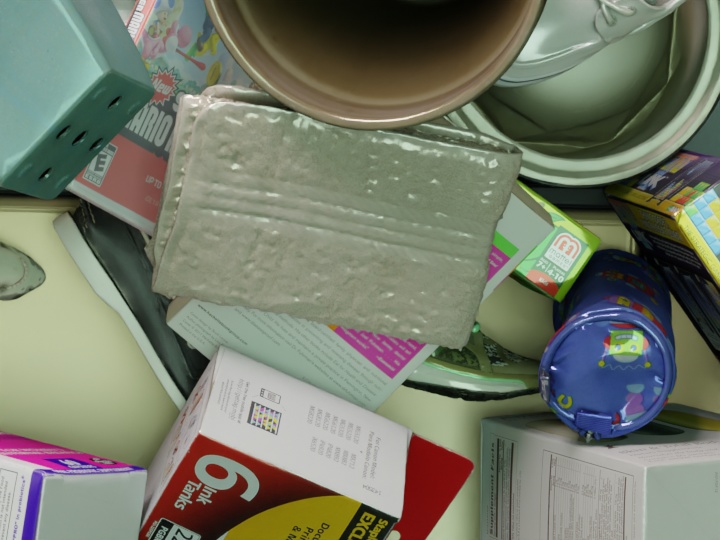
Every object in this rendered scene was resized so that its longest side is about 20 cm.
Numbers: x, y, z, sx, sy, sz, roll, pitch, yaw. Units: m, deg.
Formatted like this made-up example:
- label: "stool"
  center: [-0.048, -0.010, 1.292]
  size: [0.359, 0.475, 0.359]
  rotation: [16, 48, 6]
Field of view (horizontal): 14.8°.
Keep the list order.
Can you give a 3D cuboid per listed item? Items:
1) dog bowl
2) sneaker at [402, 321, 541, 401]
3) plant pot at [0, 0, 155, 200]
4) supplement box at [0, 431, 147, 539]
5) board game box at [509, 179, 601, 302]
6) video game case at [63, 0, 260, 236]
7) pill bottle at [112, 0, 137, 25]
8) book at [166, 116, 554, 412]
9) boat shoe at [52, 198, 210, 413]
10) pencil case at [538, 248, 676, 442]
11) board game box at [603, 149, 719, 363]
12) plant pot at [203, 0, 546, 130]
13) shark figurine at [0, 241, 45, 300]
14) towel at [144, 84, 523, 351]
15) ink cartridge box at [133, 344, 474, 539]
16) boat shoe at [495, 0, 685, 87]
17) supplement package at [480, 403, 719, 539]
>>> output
- label: "dog bowl"
  center: [0.129, -0.153, 1.726]
  size: [0.199, 0.074, 0.201]
  rotation: [-1, 95, -8]
- label: "sneaker"
  center: [0.040, 0.029, 1.732]
  size: [0.199, 0.077, 0.089]
  rotation: [14, 84, -12]
- label: "plant pot"
  center: [-0.222, -0.142, 1.553]
  size: [0.141, 0.141, 0.200]
  rotation: [-44, 77, 7]
- label: "supplement box"
  center: [-0.238, 0.146, 1.631]
  size: [0.199, 0.101, 0.104]
  rotation: [10, 93, 31]
- label: "board game box"
  center: [0.046, -0.059, 1.706]
  size: [0.200, 0.102, 0.048]
  rotation: [35, 90, -10]
- label: "video game case"
  center: [-0.094, -0.118, 1.649]
  size: [0.143, 0.017, 0.201]
  rotation: [30, 82, -53]
- label: "pill bottle"
  center: [-0.143, -0.219, 1.660]
  size: [0.110, 0.111, 0.201]
  rotation: [-1, 95, -8]
- label: "book"
  center: [0.000, 0.000, 1.646]
  size: [0.134, 0.048, 0.200]
  rotation: [41, 104, -15]
- label: "boat shoe"
  center: [-0.110, 0.034, 1.709]
  size: [0.060, 0.074, 0.200]
  rotation: [-35, 91, 1]
- label: "pencil case"
  center: [0.151, 0.045, 1.685]
  size: [0.078, 0.200, 0.087]
  rotation: [19, 103, 2]
- label: "board game box"
  center: [0.233, 0.009, 1.691]
  size: [0.057, 0.200, 0.166]
  rotation: [-35, 99, -2]
- label: "plant pot"
  center: [0.022, -0.195, 1.580]
  size: [0.199, 0.174, 0.201]
  rotation: [3, 105, 11]
- label: "shark figurine"
  center: [-0.290, -0.058, 1.674]
  size: [0.128, 0.089, 0.215]
  rotation: [-36, 110, -38]
- label: "towel"
  center: [-0.018, -0.031, 1.594]
  size: [0.199, 0.035, 0.133]
  rotation: [12, 115, -7]
- label: "ink cartridge box"
  center: [-0.051, 0.168, 1.671]
  size: [0.175, 0.084, 0.200]
  rotation: [23, 128, -10]
- label: "boat shoe"
  center: [0.153, -0.177, 1.657]
  size: [0.200, 0.065, 0.074]
  rotation: [-36, 99, -4]
- label: "supplement package"
  center: [0.182, 0.170, 1.679]
  size: [0.151, 0.200, 0.152]
  rotation: [-3, 96, -25]
